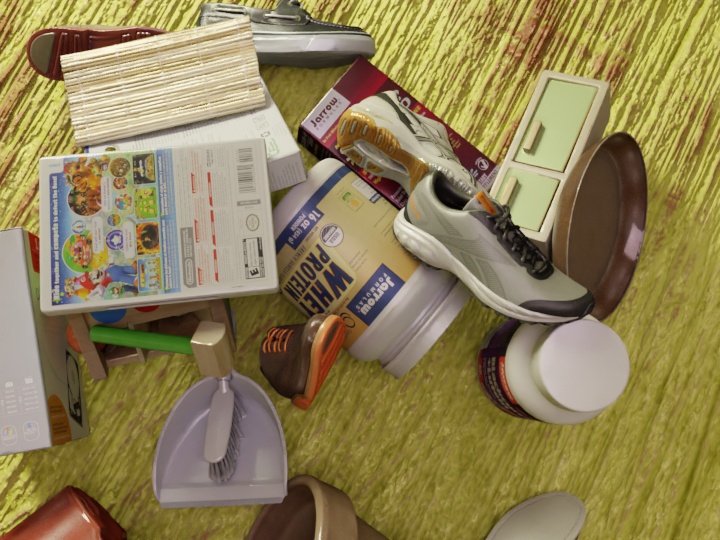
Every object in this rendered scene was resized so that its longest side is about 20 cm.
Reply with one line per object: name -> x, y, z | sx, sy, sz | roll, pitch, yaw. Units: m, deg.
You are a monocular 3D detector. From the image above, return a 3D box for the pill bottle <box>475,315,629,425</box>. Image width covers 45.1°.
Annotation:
pill bottle -> 0.188, 0.095, 0.853 | 0.111, 0.200, 0.112 | 1, 83, -5

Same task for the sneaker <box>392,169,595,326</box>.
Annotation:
sneaker -> 0.121, -0.019, 0.779 | 0.200, 0.074, 0.079 | 33, 123, 17

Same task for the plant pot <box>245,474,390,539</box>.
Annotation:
plant pot -> -0.017, 0.320, 0.832 | 0.174, 0.200, 0.200 | 27, 81, -20

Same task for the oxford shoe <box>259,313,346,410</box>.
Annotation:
oxford shoe -> -0.064, 0.083, 0.834 | 0.073, 0.200, 0.071 | 29, 63, 1

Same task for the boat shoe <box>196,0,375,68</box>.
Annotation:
boat shoe -> -0.082, -0.262, 0.937 | 0.200, 0.072, 0.071 | 2, 87, -3

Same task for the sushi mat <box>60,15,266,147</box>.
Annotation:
sushi mat -> -0.199, -0.190, 0.869 | 0.200, 0.012, 0.096 | -13, 89, 0

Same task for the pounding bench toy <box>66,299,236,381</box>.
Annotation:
pounding bench toy -> -0.206, 0.033, 0.812 | 0.156, 0.200, 0.124 | -13, 126, -6

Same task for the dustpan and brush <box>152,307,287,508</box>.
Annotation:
dustpan and brush -> -0.139, 0.134, 0.886 | 0.139, 0.057, 0.200 | -5, 54, 9

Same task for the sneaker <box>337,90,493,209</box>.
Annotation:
sneaker -> 0.075, -0.108, 0.864 | 0.200, 0.076, 0.088 | 42, 49, 2

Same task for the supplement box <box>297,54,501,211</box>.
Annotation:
supplement box -> 0.041, -0.125, 0.938 | 0.200, 0.061, 0.109 | 39, 80, 1

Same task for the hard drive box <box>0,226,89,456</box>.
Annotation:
hard drive box -> -0.329, 0.073, 0.834 | 0.077, 0.156, 0.200 | -10, 85, -6

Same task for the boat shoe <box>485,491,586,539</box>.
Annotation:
boat shoe -> 0.160, 0.311, 0.895 | 0.200, 0.074, 0.060 | -38, 129, -24

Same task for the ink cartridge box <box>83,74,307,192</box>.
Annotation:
ink cartridge box -> -0.171, -0.119, 0.866 | 0.200, 0.200, 0.041 | -17, 128, -7

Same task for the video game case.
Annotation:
video game case -> -0.177, -0.040, 0.756 | 0.200, 0.018, 0.143 | -6, 74, -4

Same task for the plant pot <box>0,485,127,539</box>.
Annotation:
plant pot -> -0.293, 0.319, 0.799 | 0.195, 0.201, 0.201 | -43, 88, -17

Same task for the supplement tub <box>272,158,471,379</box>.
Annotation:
supplement tub -> 0.000, 0.000, 0.877 | 0.200, 0.144, 0.144 | 40, 81, 1

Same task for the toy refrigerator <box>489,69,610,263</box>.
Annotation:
toy refrigerator -> 0.197, -0.111, 0.918 | 0.076, 0.070, 0.200 | 18, 71, 23

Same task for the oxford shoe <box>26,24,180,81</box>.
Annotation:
oxford shoe -> -0.242, -0.231, 0.917 | 0.200, 0.075, 0.071 | 8, 113, -8

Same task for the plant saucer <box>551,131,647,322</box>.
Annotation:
plant saucer -> 0.248, -0.045, 0.905 | 0.032, 0.200, 0.201 | 10, 80, 38
